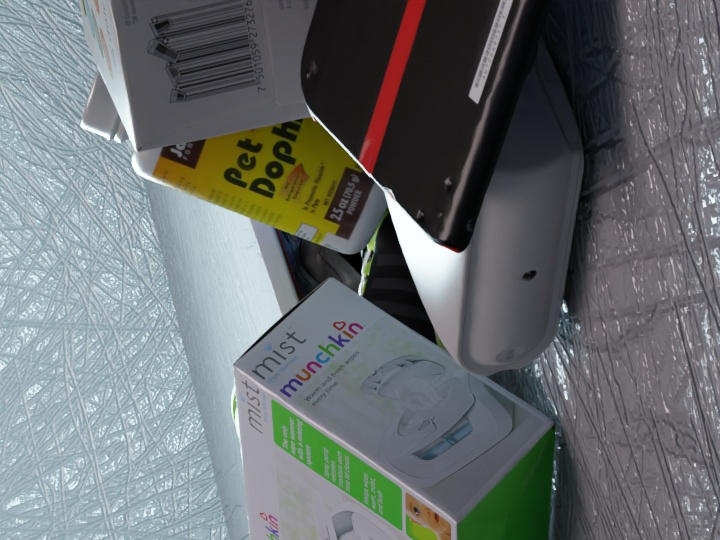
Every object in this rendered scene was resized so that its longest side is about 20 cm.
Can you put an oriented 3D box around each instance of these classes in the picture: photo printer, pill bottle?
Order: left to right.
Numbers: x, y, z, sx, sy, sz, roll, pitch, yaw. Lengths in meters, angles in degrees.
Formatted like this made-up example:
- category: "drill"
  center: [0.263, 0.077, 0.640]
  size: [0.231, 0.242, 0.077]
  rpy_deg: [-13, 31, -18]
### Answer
- category: "pill bottle"
  center: [-0.073, -0.093, 1.434]
  size: [0.109, 0.198, 0.110]
  rpy_deg: [-160, 90, -84]
- category: "photo printer"
  center: [0.057, -0.053, 1.176]
  size: [0.201, 0.069, 0.167]
  rpy_deg: [92, 162, -56]

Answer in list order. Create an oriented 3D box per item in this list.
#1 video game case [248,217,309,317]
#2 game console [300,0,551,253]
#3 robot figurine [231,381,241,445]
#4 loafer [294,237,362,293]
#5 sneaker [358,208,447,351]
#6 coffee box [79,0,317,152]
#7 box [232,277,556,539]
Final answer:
- category: "video game case"
  center: [-0.029, 0.037, 1.724]
  size: [0.200, 0.017, 0.144]
  rpy_deg: [54, -166, -53]
- category: "game console"
  center: [0.038, -0.133, 1.056]
  size: [0.177, 0.031, 0.201]
  rpy_deg: [46, 126, 49]
- category: "robot figurine"
  center: [-0.040, 0.134, 1.836]
  size: [0.201, 0.115, 0.177]
  rpy_deg: [-114, 22, -51]
- category: "loafer"
  center: [0.000, 0.000, 1.627]
  size: [0.073, 0.072, 0.200]
  rpy_deg: [-61, 23, 23]
- category: "sneaker"
  center: [0.017, 0.025, 1.468]
  size: [0.072, 0.082, 0.201]
  rpy_deg: [90, 164, -52]
- category: "coffee box"
  center: [-0.065, -0.210, 1.279]
  size: [0.198, 0.198, 0.201]
  rpy_deg: [-121, 21, -61]
- category: "box"
  center: [0.021, 0.133, 1.353]
  size: [0.176, 0.097, 0.201]
  rpy_deg: [32, 147, 26]
